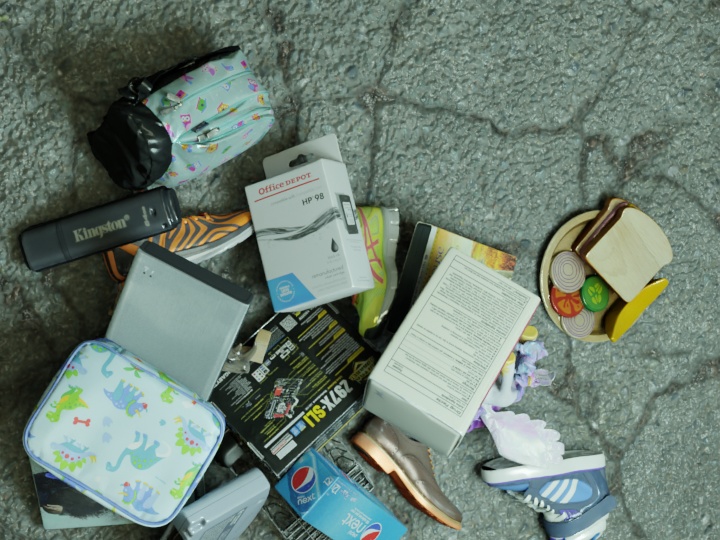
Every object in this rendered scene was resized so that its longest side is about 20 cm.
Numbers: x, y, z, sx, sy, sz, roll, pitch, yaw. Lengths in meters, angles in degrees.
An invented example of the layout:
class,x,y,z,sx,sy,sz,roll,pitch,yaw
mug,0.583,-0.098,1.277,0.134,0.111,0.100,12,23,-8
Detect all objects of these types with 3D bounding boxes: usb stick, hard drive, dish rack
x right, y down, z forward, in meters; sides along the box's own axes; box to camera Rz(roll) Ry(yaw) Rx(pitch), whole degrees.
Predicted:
class,x,y,z,sx,sy,sz,roll,pitch,yaw
usb stick,-0.305,-0.048,1.441,0.199,0.033,0.056,-16,83,11
hard drive,-0.220,0.081,1.417,0.139,0.033,0.201,26,119,0
dish rack,-0.082,0.257,1.592,0.153,0.055,0.200,-39,109,-11

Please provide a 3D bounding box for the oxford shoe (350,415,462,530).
class,x,y,z,sx,sy,sz,roll,pitch,yaw
oxford shoe,0.078,0.268,1.644,0.200,0.071,0.073,47,74,-18

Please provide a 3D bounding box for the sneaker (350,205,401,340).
class,x,y,z,sx,sy,sz,roll,pitch,yaw
sneaker,0.000,0.000,1.558,0.090,0.078,0.201,10,51,-10

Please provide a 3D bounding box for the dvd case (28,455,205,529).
class,x,y,z,sx,sy,sz,roll,pitch,yaw
dvd case,-0.286,0.248,1.469,0.198,0.022,0.147,-3,128,-7

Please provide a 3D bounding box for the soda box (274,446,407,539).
class,x,y,z,sx,sy,sz,roll,pitch,yaw
soda box,-0.021,0.296,1.530,0.068,0.064,0.200,-47,139,-4

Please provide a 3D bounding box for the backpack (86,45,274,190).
class,x,y,z,sx,sy,sz,roll,pitch,yaw
backpack,-0.203,-0.177,1.452,0.199,0.167,0.127,-32,96,-31

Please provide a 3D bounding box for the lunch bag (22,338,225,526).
class,x,y,z,sx,sy,sz,roll,pitch,yaw
lunch bag,-0.265,0.182,1.379,0.199,0.082,0.161,31,85,-4

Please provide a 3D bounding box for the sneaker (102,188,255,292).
class,x,y,z,sx,sy,sz,roll,pitch,yaw
sneaker,-0.222,-0.059,1.495,0.199,0.077,0.113,-25,95,-25

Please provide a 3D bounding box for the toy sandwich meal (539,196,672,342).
class,x,y,z,sx,sy,sz,roll,pitch,yaw
toy sandwich meal,0.345,0.005,1.716,0.204,0.070,0.207,-2,96,-20

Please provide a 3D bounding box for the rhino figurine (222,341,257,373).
class,x,y,z,sx,sy,sz,roll,pitch,yaw
rhino figurine,-0.212,0.112,1.482,0.199,0.060,0.088,-16,107,22

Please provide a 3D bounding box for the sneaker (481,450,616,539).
class,x,y,z,sx,sy,sz,roll,pitch,yaw
sneaker,0.260,0.331,1.711,0.199,0.080,0.148,-2,92,-26

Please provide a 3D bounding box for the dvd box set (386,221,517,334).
class,x,y,z,sx,sy,sz,roll,pitch,yaw
dvd box set,0.123,0.029,1.611,0.199,0.029,0.147,18,88,-48

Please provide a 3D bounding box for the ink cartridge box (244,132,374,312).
class,x,y,z,sx,sy,sz,roll,pitch,yaw
ink cartridge box,-0.067,-0.060,1.502,0.115,0.067,0.201,-18,82,24

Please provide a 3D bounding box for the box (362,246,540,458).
class,x,y,z,sx,sy,sz,roll,pitch,yaw
box,0.106,0.098,1.464,0.127,0.109,0.201,31,67,8

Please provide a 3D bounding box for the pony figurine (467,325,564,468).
class,x,y,z,sx,sy,sz,roll,pitch,yaw
pony figurine,0.178,0.158,1.617,0.191,0.167,0.201,2,135,-5

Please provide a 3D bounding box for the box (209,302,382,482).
class,x,y,z,sx,sy,sz,roll,pitch,yaw
box,-0.080,0.139,1.535,0.200,0.049,0.160,-43,70,-13

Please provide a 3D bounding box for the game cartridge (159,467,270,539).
class,x,y,z,sx,sy,sz,roll,pitch,yaw
game cartridge,-0.183,0.310,1.485,0.133,0.200,0.042,-30,72,-40

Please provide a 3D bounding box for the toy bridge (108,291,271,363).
class,x,y,z,sx,sy,sz,roll,pitch,yaw
toy bridge,-0.213,0.078,1.514,0.199,0.027,0.067,16,130,-3
